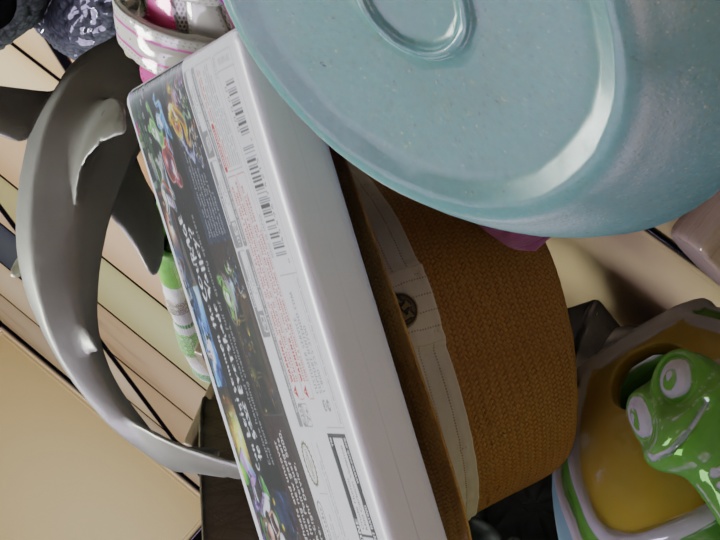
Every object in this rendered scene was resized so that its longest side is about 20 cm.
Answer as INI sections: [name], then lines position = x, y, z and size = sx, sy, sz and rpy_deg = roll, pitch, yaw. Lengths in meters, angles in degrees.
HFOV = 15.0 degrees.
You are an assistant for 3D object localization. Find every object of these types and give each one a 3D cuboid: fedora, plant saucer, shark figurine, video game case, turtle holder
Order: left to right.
[shark figurine]
position = -0.099, -0.020, 1.079
size = 0.127, 0.216, 0.089
rpy_deg = 8, 155, -26
[video game case]
position = -0.026, 0.021, 0.948
size = 0.182, 0.023, 0.201
rpy_deg = 169, 84, -73
[fedora]
position = 0.025, 0.022, 0.979
size = 0.201, 0.081, 0.202
rpy_deg = 162, 90, -76
[plant saucer]
position = 0.023, -0.085, 0.769
size = 0.199, 0.036, 0.201
rpy_deg = 26, 139, 25
[turtle holder]
position = 0.125, 0.084, 0.995
size = 0.185, 0.141, 0.132
rpy_deg = -7, -116, -57

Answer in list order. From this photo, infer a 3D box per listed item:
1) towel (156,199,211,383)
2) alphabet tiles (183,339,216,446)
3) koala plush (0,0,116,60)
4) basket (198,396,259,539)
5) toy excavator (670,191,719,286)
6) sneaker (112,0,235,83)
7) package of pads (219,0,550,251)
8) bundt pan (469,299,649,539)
[towel]
position = -0.069, -0.042, 1.277
size = 0.030, 0.150, 0.200
rpy_deg = 2, 163, 2
[alphabet tiles]
position = -0.035, 0.034, 1.346
size = 0.006, 0.167, 0.200
rpy_deg = 18, 161, 20
[koala plush]
position = -0.180, -0.155, 1.107
size = 0.200, 0.177, 0.185
rpy_deg = 151, 94, -82
[basket]
position = 0.034, 0.139, 1.225
size = 0.199, 0.181, 0.136
rpy_deg = -4, 164, 1
[toy excavator]
position = 0.164, 0.023, 0.800
size = 0.194, 0.100, 0.200
rpy_deg = 40, 178, 18
[sneaker]
position = -0.054, -0.107, 1.039
size = 0.081, 0.088, 0.200
rpy_deg = 32, 166, 43
[package of pads]
position = 0.008, -0.098, 0.890
size = 0.200, 0.076, 0.121
rpy_deg = 41, 168, 7
[bundt pan]
position = 0.072, 0.094, 1.131
size = 0.202, 0.202, 0.076
rpy_deg = 38, 157, 21
